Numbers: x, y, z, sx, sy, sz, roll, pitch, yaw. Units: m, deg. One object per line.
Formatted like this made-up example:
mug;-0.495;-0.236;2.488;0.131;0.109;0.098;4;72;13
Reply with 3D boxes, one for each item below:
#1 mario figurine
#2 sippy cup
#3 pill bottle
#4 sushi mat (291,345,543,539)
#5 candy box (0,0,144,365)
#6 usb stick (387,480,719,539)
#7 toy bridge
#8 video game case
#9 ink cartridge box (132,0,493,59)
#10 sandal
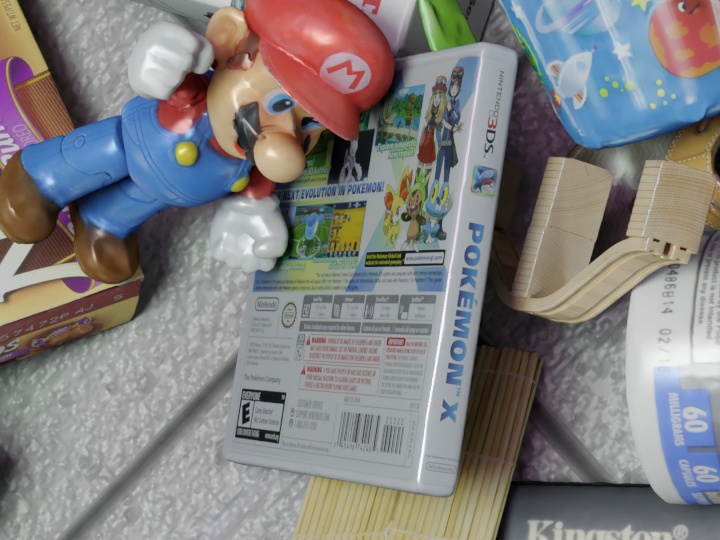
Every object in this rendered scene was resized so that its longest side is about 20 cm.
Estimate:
mario figurine;-0.068;-0.049;1.016;0.199;0.123;0.106;-30;87;33
sippy cup;0.113;-0.124;0.968;0.139;0.178;0.131;-22;98;-18
pill bottle;0.216;0.038;0.945;0.199;0.114;0.115;-2;81;23
sushi mat;0.014;0.118;1.027;0.095;0.012;0.201;1;57;26
candy box;-0.197;-0.053;1.134;0.116;0.057;0.201;-18;70;-22
usb stick;0.101;0.118;1.023;0.199;0.033;0.056;-1;63;22
toy bridge;0.083;-0.013;0.990;0.200;0.027;0.068;8;83;69
video game case;0.000;0.000;1.027;0.200;0.022;0.184;-1;79;64
ink cartridge box;-0.031;-0.182;1.098;0.199;0.083;0.148;17;90;23
sandal;0.174;-0.040;1.006;0.199;0.055;0.082;1;83;23
